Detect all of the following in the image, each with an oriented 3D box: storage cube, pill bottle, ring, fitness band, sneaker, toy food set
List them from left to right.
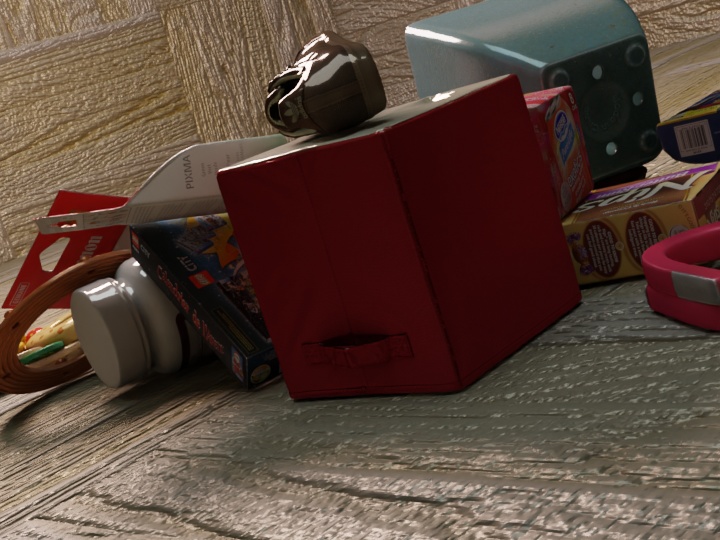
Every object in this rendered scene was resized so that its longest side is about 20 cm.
[{"bbox_3d":[-0.398,0.095,1.344,0.199,0.049,0.198,-11,13,34],"label":"toy food set"},{"bbox_3d":[-0.276,0.048,1.140,0.200,0.019,0.201,-34,-22,-16],"label":"ring"},{"bbox_3d":[-0.161,0.028,1.105,0.199,0.115,0.114,-23,12,-30],"label":"pill bottle"},{"bbox_3d":[-0.040,-0.135,0.871,0.075,0.071,0.200,-20,10,-9],"label":"sneaker"},{"bbox_3d":[0.032,-0.025,0.869,0.170,0.181,0.200,-8,15,42],"label":"storage cube"},{"bbox_3d":[0.268,-0.004,0.766,0.143,0.038,0.200,-17,11,-9],"label":"fitness band"}]

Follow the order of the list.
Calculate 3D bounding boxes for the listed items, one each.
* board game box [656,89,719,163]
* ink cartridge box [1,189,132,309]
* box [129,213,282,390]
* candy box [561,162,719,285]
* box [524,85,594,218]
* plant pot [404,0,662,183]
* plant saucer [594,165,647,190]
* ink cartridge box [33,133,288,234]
[{"bbox_3d":[0.397,-0.145,1.047,0.199,0.062,0.199,-10,11,40],"label":"board game box"},{"bbox_3d":[-0.249,-0.001,1.195,0.175,0.045,0.200,0,-35,-36],"label":"ink cartridge box"},{"bbox_3d":[-0.094,0.004,1.021,0.136,0.038,0.200,-23,48,-28],"label":"box"},{"bbox_3d":[0.197,-0.030,0.962,0.199,0.057,0.117,-13,11,34],"label":"candy box"},{"bbox_3d":[0.084,-0.085,0.998,0.199,0.096,0.100,-8,13,30],"label":"box"},{"bbox_3d":[0.187,-0.165,1.147,0.195,0.198,0.200,-21,20,-17],"label":"plant pot"},{"bbox_3d":[0.192,-0.058,1.175,0.199,0.037,0.200,-17,11,3],"label":"plant saucer"},{"bbox_3d":[-0.165,-0.068,0.962,0.198,0.051,0.161,-6,-2,-13],"label":"ink cartridge box"}]
